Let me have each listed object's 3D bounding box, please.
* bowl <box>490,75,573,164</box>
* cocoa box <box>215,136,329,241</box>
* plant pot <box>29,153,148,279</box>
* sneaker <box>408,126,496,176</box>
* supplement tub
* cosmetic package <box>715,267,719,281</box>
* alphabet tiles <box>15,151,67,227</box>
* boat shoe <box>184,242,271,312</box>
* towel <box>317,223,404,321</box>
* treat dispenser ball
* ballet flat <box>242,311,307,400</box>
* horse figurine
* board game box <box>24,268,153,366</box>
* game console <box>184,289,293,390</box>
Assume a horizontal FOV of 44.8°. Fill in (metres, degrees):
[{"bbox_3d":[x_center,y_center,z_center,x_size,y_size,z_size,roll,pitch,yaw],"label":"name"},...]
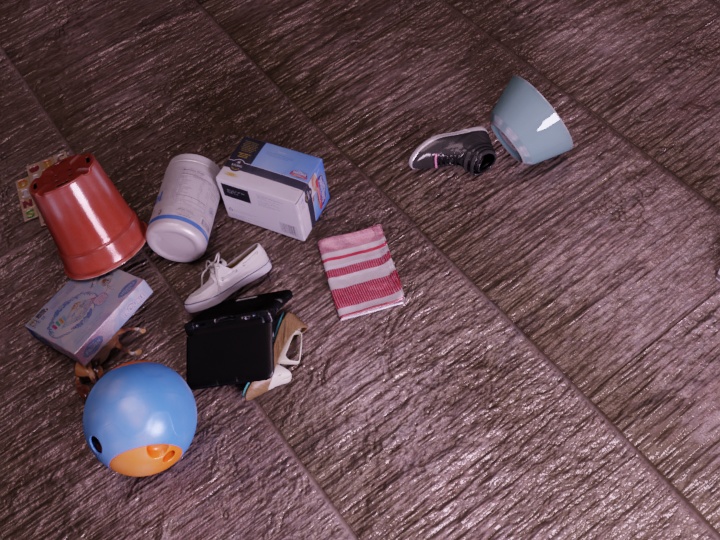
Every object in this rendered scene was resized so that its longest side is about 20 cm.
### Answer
[{"bbox_3d":[0.355,-0.307,1.885,0.105,0.201,0.201,-40,58,2],"label":"bowl"},{"bbox_3d":[-0.185,-0.177,1.876,0.197,0.134,0.132,18,59,18],"label":"cocoa box"},{"bbox_3d":[-0.570,-0.121,1.809,0.198,0.197,0.202,-15,33,10],"label":"plant pot"},{"bbox_3d":[0.209,-0.247,1.914,0.197,0.071,0.100,-19,50,-11],"label":"sneaker"},{"bbox_3d":[-0.374,-0.133,1.871,0.130,0.133,0.202,2,55,8],"label":"supplement tub"},{"bbox_3d":[0.796,-0.032,1.695,0.199,0.075,0.101,-38,59,-20],"label":"cosmetic package"},{"bbox_3d":[-0.711,-0.191,2.027,0.164,0.006,0.201,-22,56,-8],"label":"alphabet tiles"},{"bbox_3d":[-0.280,0.004,1.778,0.200,0.087,0.074,-31,23,-16],"label":"boat shoe"},{"bbox_3d":[0.000,0.000,1.800,0.142,0.023,0.202,-16,55,-3],"label":"towel"},{"bbox_3d":[-0.391,0.263,1.556,0.197,0.202,0.203,-3,55,5],"label":"treat dispenser ball"},{"bbox_3d":[-0.155,0.172,1.683,0.071,0.068,0.202,23,56,3],"label":"ballet flat"},{"bbox_3d":[-0.505,0.171,1.723,0.131,0.050,0.202,12,62,25],"label":"horse figurine"},{"bbox_3d":[-0.549,0.079,1.766,0.197,0.044,0.201,17,58,41],"label":"board game box"},{"bbox_3d":[-0.232,0.131,1.693,0.197,0.118,0.176,-10,16,24],"label":"game console"}]
